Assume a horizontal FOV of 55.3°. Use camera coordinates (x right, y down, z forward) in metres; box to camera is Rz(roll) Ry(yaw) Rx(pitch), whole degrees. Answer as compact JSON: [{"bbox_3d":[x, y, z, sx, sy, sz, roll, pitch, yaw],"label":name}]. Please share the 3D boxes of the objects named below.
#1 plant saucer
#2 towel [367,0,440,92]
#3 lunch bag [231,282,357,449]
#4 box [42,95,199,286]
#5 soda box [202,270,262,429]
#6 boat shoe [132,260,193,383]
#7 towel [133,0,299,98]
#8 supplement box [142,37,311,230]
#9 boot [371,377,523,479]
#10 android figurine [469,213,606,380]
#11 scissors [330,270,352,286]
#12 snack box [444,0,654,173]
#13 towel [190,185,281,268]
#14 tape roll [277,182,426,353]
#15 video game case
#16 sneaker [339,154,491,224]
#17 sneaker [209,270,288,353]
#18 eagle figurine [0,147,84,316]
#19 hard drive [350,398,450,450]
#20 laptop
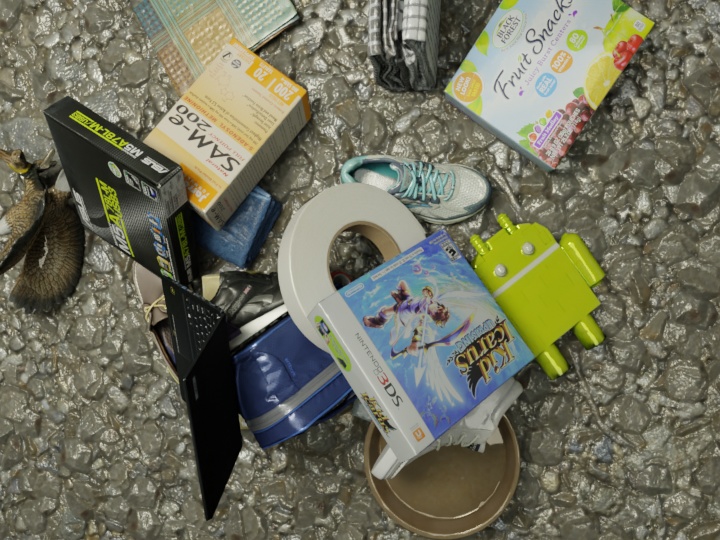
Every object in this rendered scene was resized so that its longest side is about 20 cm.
[{"bbox_3d":[0.102,0.234,0.867,0.195,0.029,0.205,0,92,9],"label":"plant saucer"},{"bbox_3d":[0.047,-0.309,0.798,0.083,0.200,0.170,3,92,10],"label":"towel"},{"bbox_3d":[-0.065,0.119,0.844,0.134,0.199,0.135,57,142,-2],"label":"lunch bag"},{"bbox_3d":[-0.293,-0.090,0.862,0.191,0.202,0.048,30,55,16],"label":"box"},{"bbox_3d":[-0.165,0.104,0.921,0.066,0.064,0.205,-3,93,9],"label":"soda box"},{"bbox_3d":[-0.258,0.066,0.935,0.071,0.059,0.203,-27,88,11],"label":"boat shoe"},{"bbox_3d":[-0.195,-0.346,0.927,0.198,0.022,0.149,-30,87,11],"label":"towel"},{"bbox_3d":[-0.171,-0.173,0.871,0.125,0.074,0.201,35,79,9],"label":"supplement box"},{"bbox_3d":[0.105,0.187,0.810,0.095,0.074,0.201,39,92,5],"label":"boot"},{"bbox_3d":[0.212,0.026,0.850,0.180,0.041,0.202,-34,88,-9],"label":"android figurine"},{"bbox_3d":[0.010,0.087,0.818,0.201,0.073,0.014,52,138,-8],"label":"scissors"},{"bbox_3d":[0.223,-0.252,0.838,0.167,0.068,0.202,36,97,6],"label":"snack box"},{"bbox_3d":[-0.213,-0.094,0.927,0.197,0.049,0.113,29,98,7],"label":"towel"},{"bbox_3d":[0.000,0.000,0.801,0.199,0.037,0.208,8,74,-28],"label":"tape roll"},{"bbox_3d":[0.070,0.074,0.752,0.198,0.045,0.183,-30,81,-31],"label":"video game case"},{"bbox_3d":[0.066,-0.103,0.859,0.195,0.086,0.080,6,90,8],"label":"sneaker"},{"bbox_3d":[-0.130,0.027,0.850,0.198,0.076,0.088,-35,95,-15],"label":"sneaker"},{"bbox_3d":[-0.442,-0.053,0.923,0.150,0.150,0.204,-28,68,45],"label":"eagle figurine"},{"bbox_3d":[0.081,0.113,0.896,0.137,0.033,0.204,18,95,8],"label":"hard drive"},{"bbox_3d":[-0.191,0.130,0.750,0.198,0.102,0.181,23,125,40],"label":"laptop"}]
